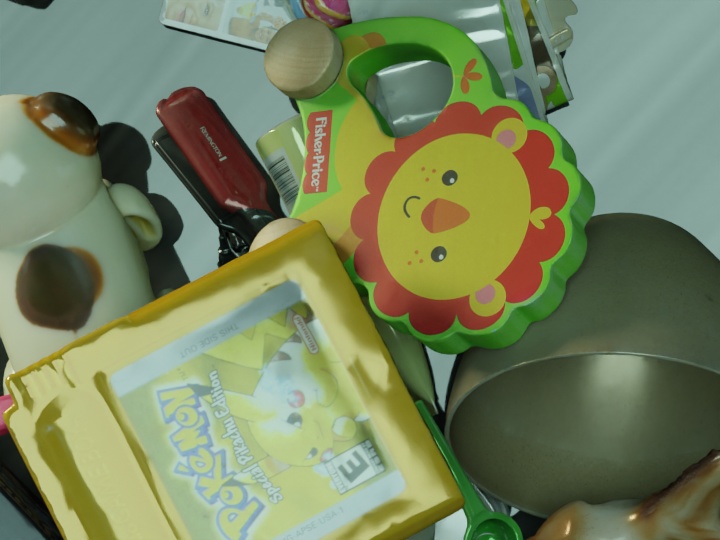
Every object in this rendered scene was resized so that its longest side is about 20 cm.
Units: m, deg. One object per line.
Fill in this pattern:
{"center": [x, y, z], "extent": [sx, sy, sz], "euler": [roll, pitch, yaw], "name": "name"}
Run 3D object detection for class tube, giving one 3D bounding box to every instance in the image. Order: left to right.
{"center": [0.000, 0.000, 1.329], "extent": [0.052, 0.058, 0.200], "euler": [-29, 83, 32], "name": "tube"}

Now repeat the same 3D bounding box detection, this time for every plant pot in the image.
{"center": [0.153, 0.046, 1.276], "extent": [0.200, 0.201, 0.135], "euler": [5, 56, 2], "name": "plant pot"}

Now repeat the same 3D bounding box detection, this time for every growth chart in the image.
{"center": [0.062, -0.130, 1.320], "extent": [0.144, 0.018, 0.201], "euler": [-8, 109, 0], "name": "growth chart"}

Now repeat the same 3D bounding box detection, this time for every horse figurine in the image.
{"center": [0.162, 0.159, 1.278], "extent": [0.199, 0.133, 0.050], "euler": [-16, 57, 25], "name": "horse figurine"}

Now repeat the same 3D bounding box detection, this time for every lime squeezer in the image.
{"center": [0.076, 0.163, 1.269], "extent": [0.038, 0.071, 0.200], "euler": [-22, 126, -3], "name": "lime squeezer"}

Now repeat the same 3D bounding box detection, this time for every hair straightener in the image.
{"center": [-0.060, -0.019, 1.331], "extent": [0.041, 0.077, 0.200], "euler": [-35, 75, -26], "name": "hair straightener"}

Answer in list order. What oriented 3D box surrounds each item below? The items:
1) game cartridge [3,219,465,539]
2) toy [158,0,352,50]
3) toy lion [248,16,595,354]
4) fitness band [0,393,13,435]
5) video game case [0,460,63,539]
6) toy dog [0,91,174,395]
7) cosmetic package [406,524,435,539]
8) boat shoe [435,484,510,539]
{"center": [-0.070, 0.094, 1.159], "extent": [0.200, 0.032, 0.177], "euler": [-28, 88, -12], "name": "game cartridge"}
{"center": [-0.017, -0.185, 1.338], "extent": [0.199, 0.047, 0.116], "euler": [14, 92, 3], "name": "toy"}
{"center": [0.038, -0.051, 1.228], "extent": [0.191, 0.069, 0.201], "euler": [-6, 69, 24], "name": "toy lion"}
{"center": [-0.193, 0.145, 1.168], "extent": [0.199, 0.037, 0.144], "euler": [-23, 87, -10], "name": "fitness band"}
{"center": [-0.226, 0.120, 1.277], "extent": [0.026, 0.181, 0.200], "euler": [-45, 88, -7], "name": "video game case"}
{"center": [-0.186, -0.004, 1.277], "extent": [0.139, 0.194, 0.201], "euler": [-21, 98, 11], "name": "toy dog"}
{"center": [-0.041, 0.200, 1.275], "extent": [0.071, 0.105, 0.200], "euler": [32, 110, -13], "name": "cosmetic package"}
{"center": [0.001, 0.115, 1.324], "extent": [0.200, 0.069, 0.071], "euler": [32, 91, 2], "name": "boat shoe"}
